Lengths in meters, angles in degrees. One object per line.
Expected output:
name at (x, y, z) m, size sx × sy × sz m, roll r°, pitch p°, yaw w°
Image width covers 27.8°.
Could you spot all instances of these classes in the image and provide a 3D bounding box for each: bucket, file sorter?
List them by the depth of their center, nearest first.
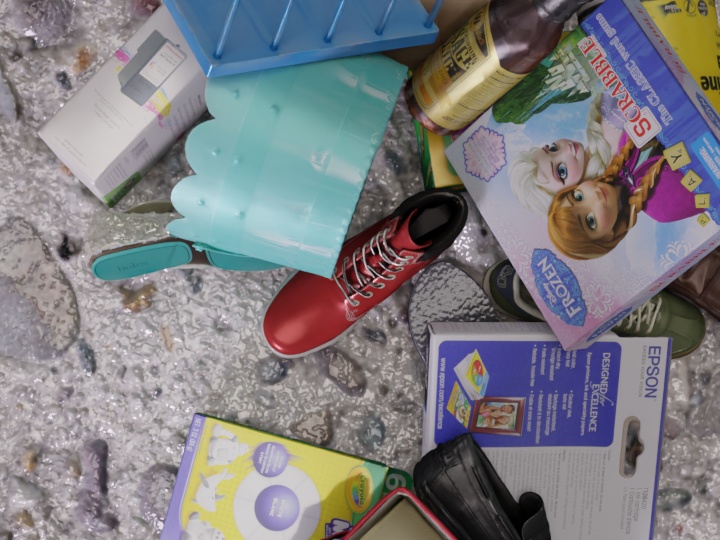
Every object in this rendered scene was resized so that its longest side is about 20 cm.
file sorter at (-0.039, -0.243, 1.045) m, size 0.199 × 0.123 × 0.139 m, roll -14°, pitch 59°, yaw -31°
bucket at (-0.054, -0.099, 1.134) m, size 0.134 × 0.207 × 0.209 m, roll 21°, pitch 84°, yaw -1°

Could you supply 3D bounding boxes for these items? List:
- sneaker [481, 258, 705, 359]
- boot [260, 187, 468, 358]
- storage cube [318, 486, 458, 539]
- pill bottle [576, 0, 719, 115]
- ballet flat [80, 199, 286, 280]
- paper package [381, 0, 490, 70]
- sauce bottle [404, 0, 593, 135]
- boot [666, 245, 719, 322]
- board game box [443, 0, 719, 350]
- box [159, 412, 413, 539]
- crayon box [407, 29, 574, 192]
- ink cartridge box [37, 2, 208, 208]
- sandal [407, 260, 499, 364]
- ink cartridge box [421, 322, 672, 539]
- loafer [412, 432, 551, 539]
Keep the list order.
sneaker at (0.205, 0.032, 1.237) m, size 0.199 × 0.090 × 0.068 m, roll 15°, pitch 84°, yaw -1°
boot at (0.000, 0.000, 1.205) m, size 0.199 × 0.144 × 0.073 m, roll -36°, pitch 89°, yaw -4°
storage cube at (0.030, 0.285, 1.109) m, size 0.171 × 0.180 × 0.200 m, roll -43°, pitch 80°, yaw -6°
pill bottle at (0.245, -0.135, 1.185) m, size 0.111 × 0.112 × 0.202 m, roll -8°, pitch 86°, yaw -3°
ballet flat at (-0.141, -0.037, 1.244) m, size 0.198 × 0.072 × 0.072 m, roll -4°, pitch 85°, yaw -5°
paper package at (0.066, -0.271, 1.222) m, size 0.198 × 0.104 × 0.192 m, roll 0°, pitch 62°, yaw 1°
sauce bottle at (0.112, -0.179, 1.130) m, size 0.066 × 0.200 × 0.066 m, roll 19°, pitch 53°, yaw -27°
boot at (0.302, -0.047, 1.266) m, size 0.199 × 0.064 × 0.187 m, roll 30°, pitch 55°, yaw 18°
board game box at (0.187, -0.075, 1.134) m, size 0.199 × 0.041 × 0.201 m, roll -43°, pitch 67°, yaw 30°
box at (-0.060, 0.202, 1.233) m, size 0.198 × 0.048 × 0.118 m, roll 15°, pitch 85°, yaw -3°
crayon box at (0.147, -0.140, 1.266) m, size 0.198 × 0.058 × 0.120 m, roll -8°, pitch 85°, yaw -3°
ink cartridge box at (-0.171, -0.154, 1.224) m, size 0.067 × 0.117 × 0.200 m, roll 43°, pitch 83°, yaw 3°
sandal at (0.102, 0.085, 1.255) m, size 0.076 × 0.043 × 0.201 m, roll -31°, pitch 98°, yaw 0°
ink cartridge box at (0.151, 0.140, 1.216) m, size 0.198 × 0.047 × 0.199 m, roll 1°, pitch 107°, yaw -5°
loafer at (0.126, 0.214, 1.180) m, size 0.070 × 0.068 × 0.201 m, roll -38°, pitch 107°, yaw 15°
